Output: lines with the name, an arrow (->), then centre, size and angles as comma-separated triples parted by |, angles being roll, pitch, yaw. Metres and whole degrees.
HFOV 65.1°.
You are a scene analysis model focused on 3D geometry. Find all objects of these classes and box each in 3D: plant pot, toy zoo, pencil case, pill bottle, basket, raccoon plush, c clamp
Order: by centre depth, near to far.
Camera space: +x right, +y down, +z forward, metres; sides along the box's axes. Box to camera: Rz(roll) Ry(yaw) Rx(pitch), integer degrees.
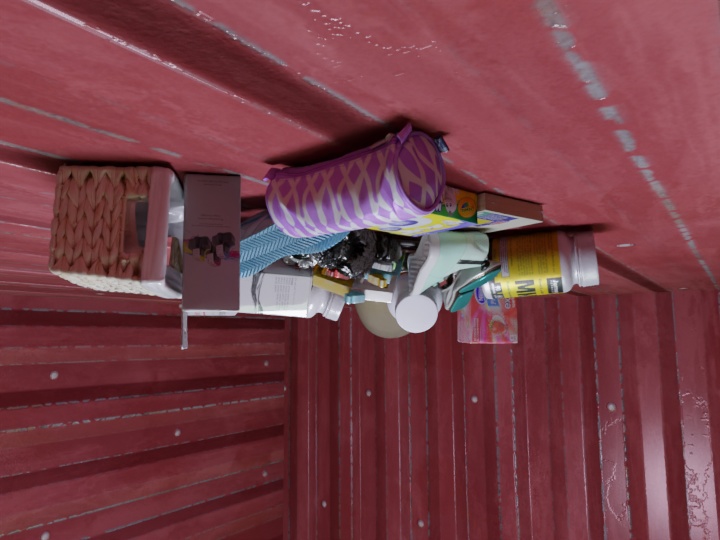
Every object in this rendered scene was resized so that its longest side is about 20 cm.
pencil case -> -0.010, -0.084, 0.574 | 0.199, 0.084, 0.086 | -9, 134, 41
basket -> -0.282, -0.040, 0.689 | 0.122, 0.137, 0.200 | 3, 172, -9
raccoon plush -> -0.037, -0.028, 0.910 | 0.133, 0.098, 0.200 | 3, 165, 33
toy zoo -> 0.000, 0.000, 0.942 | 0.130, 0.021, 0.200 | 13, -153, 7
pill bottle -> 0.322, -0.012, 1.026 | 0.198, 0.115, 0.114 | -7, 171, 22
c clamp -> 0.117, -0.053, 1.030 | 0.198, 0.027, 0.171 | 4, -178, -10
pill bottle -> -0.125, 0.025, 1.093 | 0.199, 0.112, 0.111 | 20, 171, -5
pill bottle -> 0.107, 0.040, 1.137 | 0.111, 0.113, 0.200 | -1, -157, 2
plant pot -> 0.055, 0.048, 1.346 | 0.186, 0.189, 0.200 | -2, 161, 15

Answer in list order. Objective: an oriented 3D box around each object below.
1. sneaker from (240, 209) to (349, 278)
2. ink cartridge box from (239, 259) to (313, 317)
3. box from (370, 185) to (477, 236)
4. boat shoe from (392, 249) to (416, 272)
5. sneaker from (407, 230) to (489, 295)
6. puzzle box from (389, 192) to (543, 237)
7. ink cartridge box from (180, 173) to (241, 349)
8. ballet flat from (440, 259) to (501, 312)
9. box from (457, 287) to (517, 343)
sneaker -> -0.104, -0.061, 0.797 | 0.198, 0.081, 0.077 | -18, 125, 11
ink cartridge box -> -0.182, 0.004, 0.950 | 0.198, 0.084, 0.147 | 5, -154, -7
box -> 0.047, -0.083, 0.720 | 0.199, 0.049, 0.117 | 8, 169, -43
boat shoe -> 0.114, -0.011, 1.065 | 0.198, 0.058, 0.067 | 4, -179, -4
sneaker -> 0.145, -0.007, 0.933 | 0.117, 0.074, 0.201 | -1, 161, -9
puzzle box -> 0.156, -0.077, 0.858 | 0.132, 0.026, 0.199 | 5, 171, -38
ink cartridge box -> -0.184, -0.005, 0.697 | 0.067, 0.202, 0.115 | 1, 173, -14
ballet flat -> 0.184, 0.014, 1.002 | 0.069, 0.070, 0.200 | 1, 157, -10
box -> 0.256, 0.047, 1.156 | 0.102, 0.202, 0.095 | 1, 175, -6
